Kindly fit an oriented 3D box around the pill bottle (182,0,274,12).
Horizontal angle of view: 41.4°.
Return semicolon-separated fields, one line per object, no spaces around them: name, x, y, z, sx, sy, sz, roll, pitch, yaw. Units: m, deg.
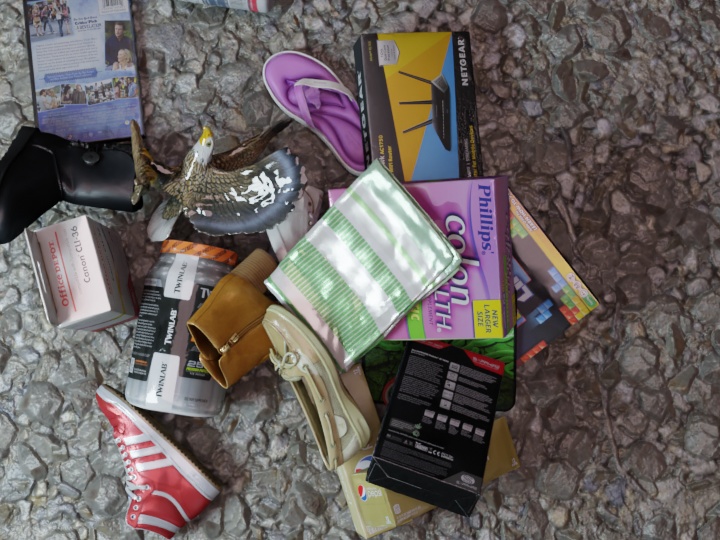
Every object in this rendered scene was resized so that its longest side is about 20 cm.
pill bottle;-0.204;-0.401;1.208;0.196;0.120;0.122;9;85;0

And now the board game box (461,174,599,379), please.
board game box;0.172;0.011;1.189;0.165;0.057;0.201;-40;86;11

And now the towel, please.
towel;0.000;0.000;1.074;0.200;0.023;0.153;-44;82;19

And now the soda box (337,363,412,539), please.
soda box;-0.002;0.222;1.180;0.063;0.068;0.203;-17;85;-12

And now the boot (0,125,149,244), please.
boot;-0.351;-0.098;1.157;0.165;0.077;0.202;8;42;-5

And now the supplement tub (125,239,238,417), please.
supplement tub;-0.213;0.070;1.168;0.120;0.123;0.204;9;86;0

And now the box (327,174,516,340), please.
box;0.074;-0.015;1.110;0.197;0.097;0.179;-2;97;18

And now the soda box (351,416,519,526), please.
soda box;0.092;0.237;1.132;0.198;0.067;0.065;-17;86;-33

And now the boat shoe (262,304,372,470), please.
boat shoe;-0.060;0.133;1.096;0.063;0.073;0.202;-36;108;-22

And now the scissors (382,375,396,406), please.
scissors;0.083;0.094;1.180;0.072;0.014;0.203;21;102;15

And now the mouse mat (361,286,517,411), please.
mouse mat;0.095;0.091;1.185;0.197;0.008;0.164;1;98;15

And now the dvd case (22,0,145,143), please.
dvd case;-0.362;-0.264;1.246;0.140;0.018;0.204;-7;86;0

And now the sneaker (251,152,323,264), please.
sneaker;-0.076;-0.056;1.203;0.083;0.073;0.203;-21;84;0

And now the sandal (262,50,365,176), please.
sandal;-0.042;-0.210;1.227;0.202;0.050;0.083;44;86;1

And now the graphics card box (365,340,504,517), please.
graphics card box;0.089;0.170;1.086;0.124;0.051;0.201;18;41;2

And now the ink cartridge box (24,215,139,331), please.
ink cartridge box;-0.326;0.006;1.133;0.066;0.200;0.118;-17;86;-2

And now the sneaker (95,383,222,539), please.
sneaker;-0.278;0.242;1.179;0.200;0.071;0.113;44;83;1

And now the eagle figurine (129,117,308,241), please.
eagle figurine;-0.170;-0.115;1.130;0.197;0.151;0.155;1;83;-18

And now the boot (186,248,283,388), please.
boot;-0.116;0.090;1.142;0.145;0.070;0.202;-52;121;-29

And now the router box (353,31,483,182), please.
router box;0.074;-0.197;1.212;0.147;0.051;0.204;-5;86;-13
